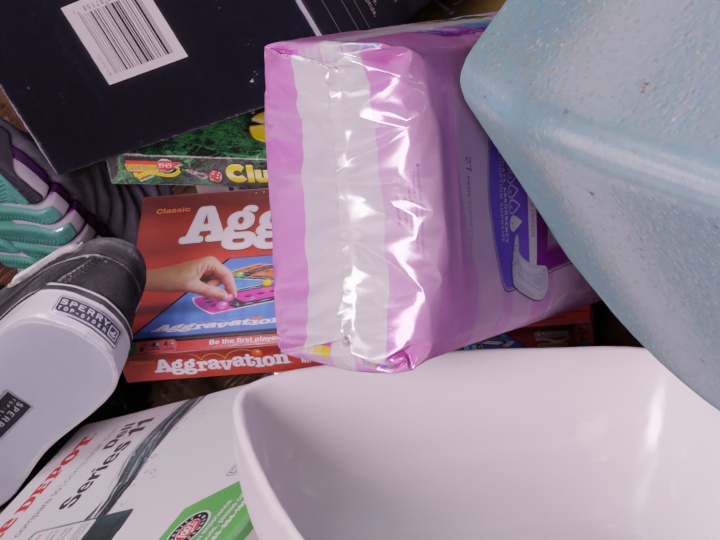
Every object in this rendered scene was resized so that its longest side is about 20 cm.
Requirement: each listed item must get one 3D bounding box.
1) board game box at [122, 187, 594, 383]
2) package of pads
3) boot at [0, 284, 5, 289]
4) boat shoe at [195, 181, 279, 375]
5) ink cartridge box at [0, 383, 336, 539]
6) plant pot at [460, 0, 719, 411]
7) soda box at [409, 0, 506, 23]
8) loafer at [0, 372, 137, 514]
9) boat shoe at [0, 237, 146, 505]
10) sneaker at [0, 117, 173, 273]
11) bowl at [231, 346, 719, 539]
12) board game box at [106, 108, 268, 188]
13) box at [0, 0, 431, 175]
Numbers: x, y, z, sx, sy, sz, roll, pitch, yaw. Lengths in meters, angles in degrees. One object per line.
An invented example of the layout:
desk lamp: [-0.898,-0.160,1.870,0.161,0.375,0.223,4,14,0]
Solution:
board game box: [0.000,0.000,1.191,0.200,0.019,0.103,-4,41,7]
package of pads: [0.040,-0.035,1.056,0.076,0.121,0.200,4,10,30]
boot: [-0.264,0.084,1.378,0.200,0.175,0.066,-34,78,11]
boat shoe: [-0.017,-0.016,1.271,0.093,0.075,0.200,-23,45,1]
ink cartridge box: [-0.070,0.120,1.111,0.200,0.083,0.147,-16,24,44]
plant pot: [0.155,-0.058,0.963,0.200,0.196,0.196,19,66,41]
soda box: [0.088,-0.119,1.220,0.200,0.068,0.064,-34,45,-12]
loafer: [-0.147,0.105,1.278,0.070,0.068,0.201,-38,26,25]
boat shoe: [-0.158,0.045,1.194,0.199,0.074,0.068,-43,18,45]
sneaker: [-0.137,-0.040,1.300,0.074,0.200,0.088,9,66,27]
bowl: [0.062,0.104,0.966,0.200,0.075,0.200,-3,26,-20]
board game box: [-0.010,-0.077,1.280,0.200,0.023,0.105,2,45,11]
box: [-0.045,-0.147,1.197,0.200,0.104,0.182,-14,24,47]
